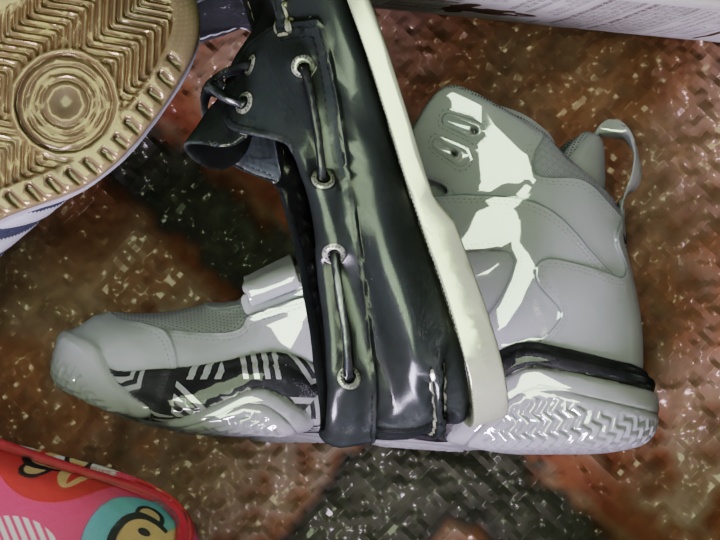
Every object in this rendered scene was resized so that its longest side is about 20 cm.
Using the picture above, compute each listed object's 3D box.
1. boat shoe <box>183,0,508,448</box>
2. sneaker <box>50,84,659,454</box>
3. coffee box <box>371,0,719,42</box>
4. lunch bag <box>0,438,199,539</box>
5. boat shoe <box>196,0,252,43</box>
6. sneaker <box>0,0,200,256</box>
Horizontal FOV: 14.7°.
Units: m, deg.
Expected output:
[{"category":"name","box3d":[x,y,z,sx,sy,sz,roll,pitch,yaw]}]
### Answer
[{"category":"boat shoe","box3d":[-0.019,-0.038,0.854,0.066,0.075,0.200,-20,85,-8]},{"category":"sneaker","box3d":[0.000,0.000,0.921,0.199,0.075,0.115,3,84,1]},{"category":"coffee box","box3d":[0.101,-0.134,0.885,0.199,0.080,0.115,4,87,-15]},{"category":"lunch bag","box3d":[-0.149,0.144,0.861,0.176,0.082,0.200,13,61,25]},{"category":"boat shoe","box3d":[-0.021,-0.107,0.934,0.200,0.072,0.068,-32,82,-5]},{"category":"sneaker","box3d":[-0.130,-0.024,0.916,0.200,0.109,0.070,-43,84,-1]}]
